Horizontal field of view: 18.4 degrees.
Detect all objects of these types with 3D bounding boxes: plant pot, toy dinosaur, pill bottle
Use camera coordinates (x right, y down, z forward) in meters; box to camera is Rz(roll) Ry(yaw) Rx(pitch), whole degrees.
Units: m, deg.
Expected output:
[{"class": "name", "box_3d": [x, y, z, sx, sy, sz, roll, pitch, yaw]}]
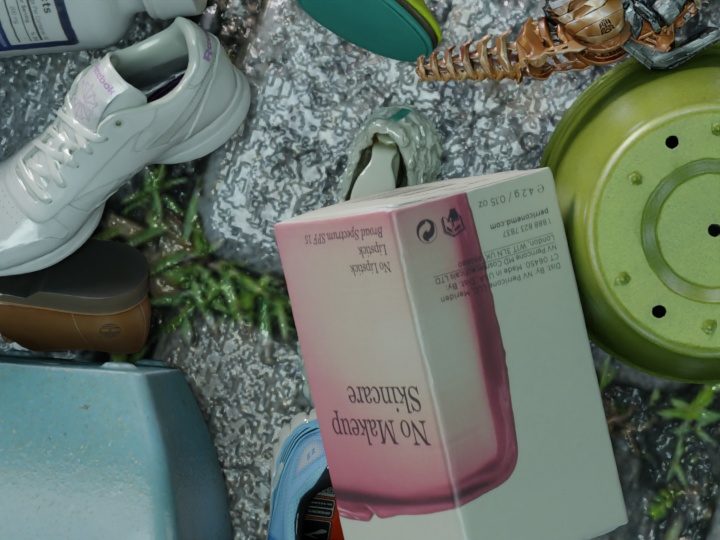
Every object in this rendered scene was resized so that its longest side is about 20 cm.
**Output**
[{"class": "plant pot", "box_3d": [0.188, -0.027, 1.204, 0.200, 0.193, 0.201, 1, 94, 8]}, {"class": "toy dinosaur", "box_3d": [0.125, -0.161, 1.216, 0.200, 0.102, 0.136, -19, 70, -18]}, {"class": "pill bottle", "box_3d": [-0.193, -0.180, 1.282, 0.199, 0.111, 0.111, -4, 94, 8]}, {"class": "plant pot", "box_3d": [-0.175, 0.148, 1.271, 0.195, 0.196, 0.201, 3, 89, 7]}]

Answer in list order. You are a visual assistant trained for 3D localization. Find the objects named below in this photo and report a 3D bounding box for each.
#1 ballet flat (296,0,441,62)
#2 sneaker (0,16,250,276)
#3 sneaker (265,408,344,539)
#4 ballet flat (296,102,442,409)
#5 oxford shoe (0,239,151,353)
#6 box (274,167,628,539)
[{"class": "ballet flat", "box_3d": [-0.028, -0.184, 1.251, 0.200, 0.067, 0.067, 22, 68, -35]}, {"class": "sneaker", "box_3d": [-0.161, -0.077, 1.278, 0.200, 0.100, 0.075, -37, 62, -6]}, {"class": "sneaker", "box_3d": [-0.028, 0.185, 1.286, 0.078, 0.090, 0.201, 2, 105, -9]}, {"class": "ballet flat", "box_3d": [0.000, 0.000, 1.295, 0.072, 0.072, 0.201, 10, 96, 6]}, {"class": "oxford shoe", "box_3d": [-0.220, 0.015, 1.328, 0.199, 0.071, 0.071, 12, 134, 16]}, {"class": "box", "box_3d": [0.047, 0.055, 1.198, 0.109, 0.128, 0.201, -15, 95, -31]}]
